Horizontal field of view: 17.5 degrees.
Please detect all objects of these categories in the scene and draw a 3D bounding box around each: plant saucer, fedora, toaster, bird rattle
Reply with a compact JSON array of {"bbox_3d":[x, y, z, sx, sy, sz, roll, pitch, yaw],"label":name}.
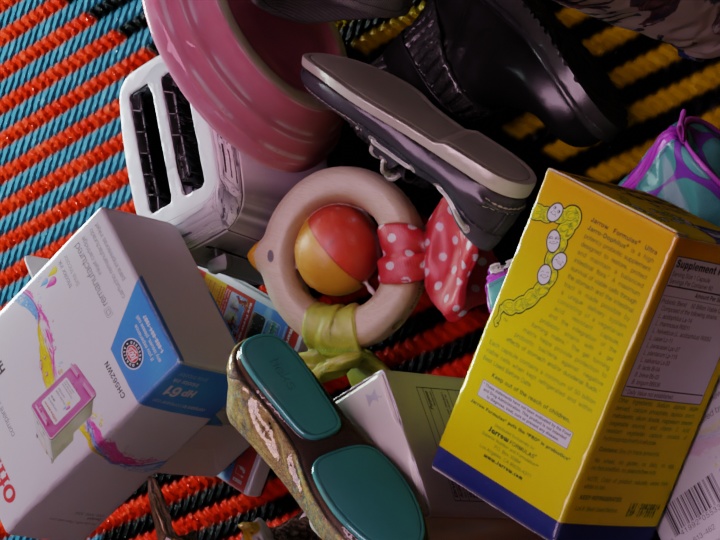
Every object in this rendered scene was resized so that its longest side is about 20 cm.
[{"bbox_3d":[-0.074,-0.170,1.698,0.051,0.200,0.202,-32,64,28],"label":"plant saucer"},{"bbox_3d":[-0.013,-0.224,1.662,0.176,0.199,0.091,1,92,32],"label":"fedora"},{"bbox_3d":[-0.101,-0.090,1.756,0.113,0.129,0.202,-23,69,35],"label":"toaster"},{"bbox_3d":[0.000,0.000,1.652,0.163,0.112,0.200,50,119,18],"label":"bird rattle"}]

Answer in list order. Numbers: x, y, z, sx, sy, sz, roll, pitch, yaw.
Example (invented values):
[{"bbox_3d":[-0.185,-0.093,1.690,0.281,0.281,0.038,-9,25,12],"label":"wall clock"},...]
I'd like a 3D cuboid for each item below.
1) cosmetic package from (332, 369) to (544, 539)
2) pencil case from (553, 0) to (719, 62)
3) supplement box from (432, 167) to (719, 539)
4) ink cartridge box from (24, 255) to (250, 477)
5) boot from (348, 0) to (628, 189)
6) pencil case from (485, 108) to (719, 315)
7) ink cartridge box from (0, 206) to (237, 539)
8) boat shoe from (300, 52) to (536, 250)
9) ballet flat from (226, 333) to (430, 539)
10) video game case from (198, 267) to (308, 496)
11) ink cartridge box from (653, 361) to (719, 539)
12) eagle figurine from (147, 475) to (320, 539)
[{"bbox_3d":[0.067,0.130,1.533,0.071,0.199,0.106,-33,63,32],"label":"cosmetic package"},{"bbox_3d":[0.169,-0.191,1.494,0.089,0.199,0.079,-11,73,44],"label":"pencil case"},{"bbox_3d":[0.146,0.055,1.427,0.109,0.108,0.201,29,103,39],"label":"supplement box"},{"bbox_3d":[-0.166,0.054,1.774,0.067,0.115,0.201,-43,59,27],"label":"ink cartridge box"},{"bbox_3d":[0.085,-0.113,1.630,0.158,0.079,0.212,-50,45,16],"label":"boot"},{"bbox_3d":[0.170,-0.015,1.539,0.200,0.092,0.085,-40,17,28],"label":"pencil case"},{"bbox_3d":[-0.193,0.077,1.664,0.200,0.084,0.145,-44,58,24],"label":"ink cartridge box"},{"bbox_3d":[0.028,-0.083,1.588,0.199,0.072,0.063,34,117,27],"label":"boat shoe"},{"bbox_3d":[-0.023,0.125,1.444,0.071,0.070,0.200,-53,55,21],"label":"ballet flat"},{"bbox_3d":[-0.125,0.070,1.826,0.199,0.017,0.144,28,101,40],"label":"video game case"},{"bbox_3d":[0.242,0.096,1.465,0.146,0.082,0.201,-40,60,30],"label":"ink cartridge box"},{"bbox_3d":[-0.043,0.194,1.605,0.198,0.151,0.153,-16,93,5],"label":"eagle figurine"}]
